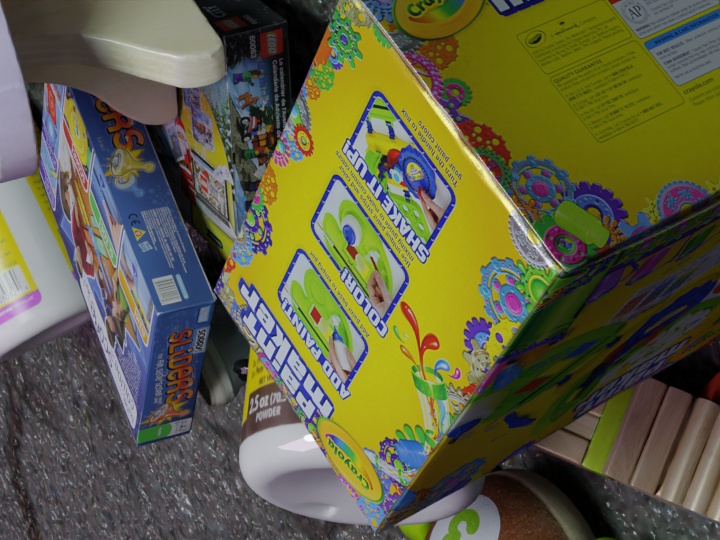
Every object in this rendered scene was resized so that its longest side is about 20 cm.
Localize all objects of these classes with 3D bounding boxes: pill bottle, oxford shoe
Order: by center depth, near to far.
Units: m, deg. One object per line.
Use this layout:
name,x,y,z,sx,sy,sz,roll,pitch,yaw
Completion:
pill bottle,0.008,0.005,0.858,0.109,0.108,0.202,139,140,-59
oxford shoe,-0.094,0.030,1.156,0.076,0.057,0.200,66,168,-20
pill bottle,-0.252,-0.047,1.296,0.201,0.104,0.104,64,149,3

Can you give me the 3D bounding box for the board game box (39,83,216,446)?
board game box,-0.136,-0.022,1.074,0.136,0.034,0.201,108,144,-54

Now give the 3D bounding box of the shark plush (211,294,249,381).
shark plush,-0.028,0.034,0.980,0.200,0.083,0.092,34,138,40

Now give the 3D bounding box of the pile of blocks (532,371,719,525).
pile of blocks,0.147,0.073,0.828,0.199,0.082,0.063,21,86,39

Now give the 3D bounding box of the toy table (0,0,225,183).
toy table,-0.150,-0.134,0.936,0.185,0.116,0.201,97,151,-53

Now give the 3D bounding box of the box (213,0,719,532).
box,0.077,-0.031,0.707,0.122,0.199,0.193,54,147,17

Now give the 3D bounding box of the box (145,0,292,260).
box,-0.097,-0.104,1.048,0.200,0.037,0.138,42,141,49

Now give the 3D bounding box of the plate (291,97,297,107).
plate,0.000,0.000,1.019,0.200,0.025,0.202,38,140,40

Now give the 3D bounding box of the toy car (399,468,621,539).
toy car,0.030,0.202,0.936,0.164,0.199,0.159,24,132,53
